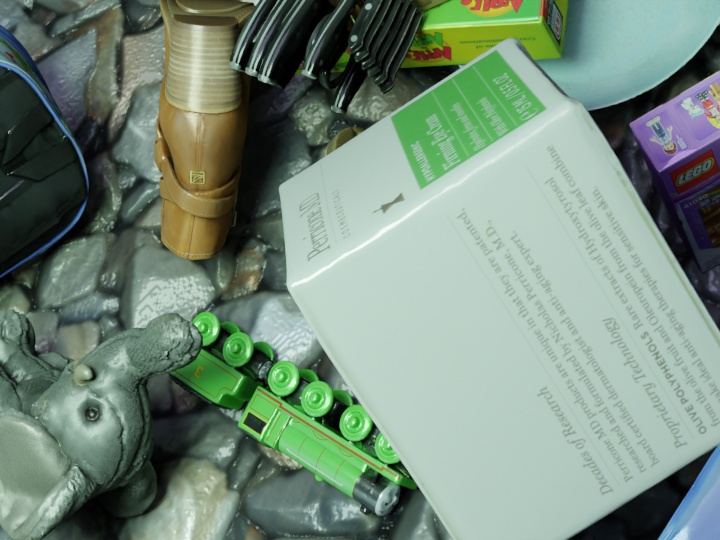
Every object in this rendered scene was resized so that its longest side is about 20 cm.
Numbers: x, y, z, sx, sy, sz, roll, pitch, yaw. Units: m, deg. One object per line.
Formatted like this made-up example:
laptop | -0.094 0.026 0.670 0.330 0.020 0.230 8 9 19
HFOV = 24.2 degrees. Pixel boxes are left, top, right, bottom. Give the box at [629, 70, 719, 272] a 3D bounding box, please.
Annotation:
box | 0.260 -0.089 0.949 0.199 0.137 0.039 -30 59 7

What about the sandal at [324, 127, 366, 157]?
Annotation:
sandal | 0.000 0.000 1.063 0.054 0.080 0.202 -24 61 36

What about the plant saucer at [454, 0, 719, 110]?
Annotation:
plant saucer | 0.150 -0.184 1.097 0.199 0.039 0.203 -10 63 19

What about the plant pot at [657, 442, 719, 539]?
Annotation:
plant pot | 0.270 0.130 0.816 0.179 0.200 0.201 31 80 24

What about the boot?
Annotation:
boot | -0.101 -0.102 1.138 0.076 0.200 0.157 2 107 -7

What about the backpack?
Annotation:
backpack | -0.302 -0.078 1.157 0.199 0.184 0.147 -29 38 -3

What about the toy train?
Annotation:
toy train | -0.042 0.089 1.053 0.199 0.042 0.057 30 90 31

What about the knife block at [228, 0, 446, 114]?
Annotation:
knife block | -0.009 -0.204 1.058 0.174 0.064 0.202 -21 60 14

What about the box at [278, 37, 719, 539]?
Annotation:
box | 0.076 0.013 0.902 0.170 0.201 0.199 -33 17 6

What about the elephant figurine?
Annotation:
elephant figurine | -0.185 0.106 1.042 0.199 0.156 0.142 14 50 36

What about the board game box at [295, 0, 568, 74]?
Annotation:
board game box | 0.037 -0.188 1.097 0.198 0.048 0.103 0 68 25
